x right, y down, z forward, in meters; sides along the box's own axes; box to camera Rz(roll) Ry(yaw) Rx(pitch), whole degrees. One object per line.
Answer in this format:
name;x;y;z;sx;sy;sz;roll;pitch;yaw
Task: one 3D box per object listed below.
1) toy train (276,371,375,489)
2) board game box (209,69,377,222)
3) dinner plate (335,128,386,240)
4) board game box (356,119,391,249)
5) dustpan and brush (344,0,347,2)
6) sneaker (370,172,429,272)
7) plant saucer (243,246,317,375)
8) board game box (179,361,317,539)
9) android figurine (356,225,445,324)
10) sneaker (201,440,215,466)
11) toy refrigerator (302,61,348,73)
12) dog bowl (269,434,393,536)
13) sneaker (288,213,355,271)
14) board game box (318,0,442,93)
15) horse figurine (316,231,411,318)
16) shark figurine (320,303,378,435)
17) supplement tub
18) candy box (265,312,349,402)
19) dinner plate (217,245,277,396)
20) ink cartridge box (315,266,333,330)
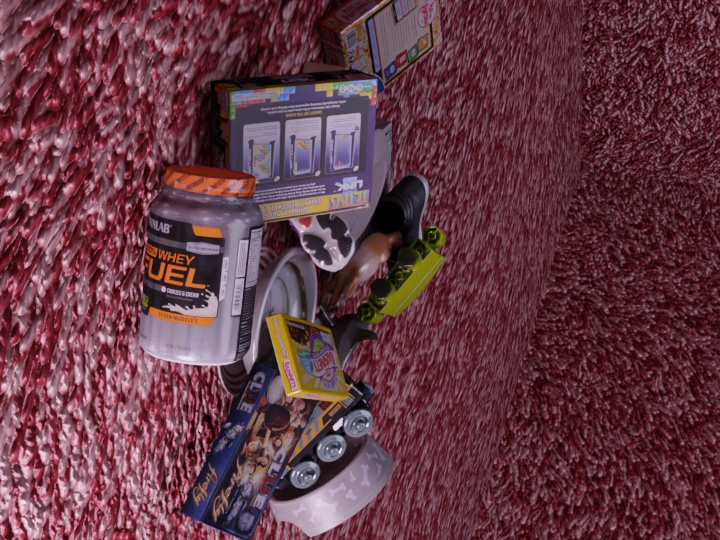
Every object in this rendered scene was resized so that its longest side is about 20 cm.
toy train;-0.071;0.219;1.609;0.200;0.085;0.114;-44;124;0
board game box;-0.079;-0.148;1.355;0.200;0.057;0.166;-10;116;-30
dinner plate;-0.001;-0.102;1.598;0.200;0.024;0.200;-60;166;-26
board game box;-0.003;-0.120;1.765;0.148;0.064;0.200;-47;142;-58
dustpan and brush;0.034;-0.383;1.732;0.200;0.057;0.140;-30;128;-67
sneaker;0.053;-0.049;1.782;0.099;0.071;0.200;-34;138;-50
plant saucer;-0.115;0.064;1.476;0.200;0.050;0.200;10;90;-72
board game box;-0.134;0.227;1.409;0.200;0.035;0.135;-64;152;-12
android figurine;0.068;0.010;1.721;0.182;0.041;0.200;-51;168;6
sneaker;-0.137;0.223;1.517;0.200;0.075;0.081;-52;134;-42
toy refrigerator;-0.055;-0.176;1.562;0.076;0.070;0.200;31;71;-71
dog bowl;-0.050;0.309;1.683;0.059;0.200;0.200;57;33;-14
sneaker;-0.079;-0.087;1.472;0.200;0.081;0.083;67;-14;0
board game box;0.034;-0.345;1.654;0.200;0.046;0.152;-41;146;-24
horse figurine;0.000;0.000;1.654;0.200;0.050;0.133;-45;175;-22
shark figurine;-0.012;0.130;1.705;0.128;0.089;0.215;58;33;-44
supplement tub;-0.170;-0.008;1.222;0.123;0.122;0.200;-21;119;-69
candy box;-0.065;0.115;1.465;0.200;0.026;0.102;27;48;-72
dinner plate;-0.149;0.065;1.488;0.200;0.024;0.200;11;90;-72
ink cartridge box;-0.079;0.109;1.692;0.163;0.057;0.200;-42;144;-62
